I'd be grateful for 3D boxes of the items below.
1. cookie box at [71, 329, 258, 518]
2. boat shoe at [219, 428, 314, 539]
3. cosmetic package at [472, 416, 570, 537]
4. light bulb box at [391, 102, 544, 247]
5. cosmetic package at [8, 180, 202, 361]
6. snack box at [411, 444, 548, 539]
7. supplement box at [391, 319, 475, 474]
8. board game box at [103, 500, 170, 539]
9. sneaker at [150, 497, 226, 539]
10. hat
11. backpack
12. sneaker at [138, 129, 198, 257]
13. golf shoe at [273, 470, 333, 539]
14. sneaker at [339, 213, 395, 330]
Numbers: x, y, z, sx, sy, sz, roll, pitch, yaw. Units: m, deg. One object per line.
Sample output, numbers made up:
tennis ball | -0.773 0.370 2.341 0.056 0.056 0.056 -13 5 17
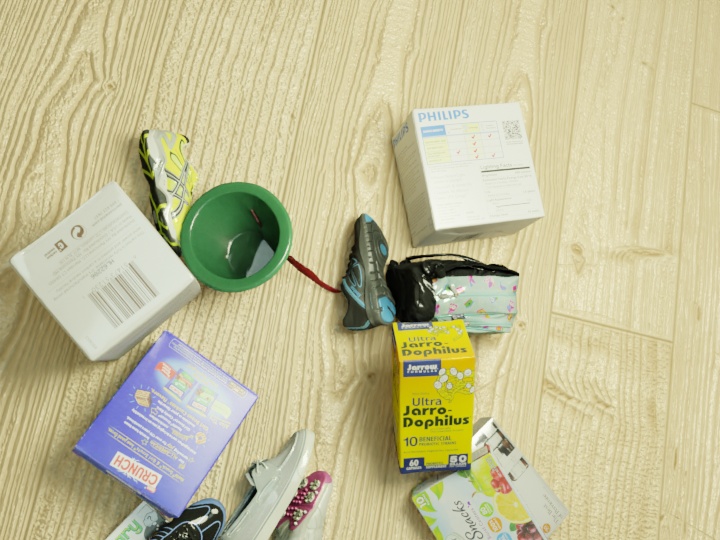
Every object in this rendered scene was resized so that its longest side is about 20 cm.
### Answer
cookie box | -0.273 0.216 1.070 0.171 0.075 0.200 37 61 -6
boat shoe | -0.137 0.314 1.105 0.071 0.070 0.201 32 75 -11
cosmetic package | 0.239 0.338 1.217 0.083 0.051 0.200 -40 91 -18
light bulb box | 0.175 -0.158 1.260 0.198 0.125 0.201 -7 80 -16
cosmetic package | -0.334 0.010 1.034 0.167 0.200 0.166 -40 91 -12
snack box | 0.189 0.390 1.161 0.142 0.053 0.200 -32 90 8
supplement box | 0.105 0.186 1.121 0.108 0.110 0.201 -3 116 -2
board game box | -0.326 0.433 1.046 0.126 0.035 0.200 44 71 -2
sneaker | -0.260 0.386 1.015 0.200 0.078 0.070 -40 91 -20
hat | -0.161 -0.017 1.175 0.166 0.176 0.200 -38 71 -4
backpack | 0.153 0.041 1.211 0.199 0.167 0.127 3 97 -18
sneaker | -0.280 -0.120 1.154 0.076 0.075 0.201 -10 88 -27
golf shoe | -0.086 0.395 1.113 0.091 0.075 0.200 40 69 -28
sneaker | 0.000 0.000 1.204 0.073 0.082 0.201 35 43 -47
